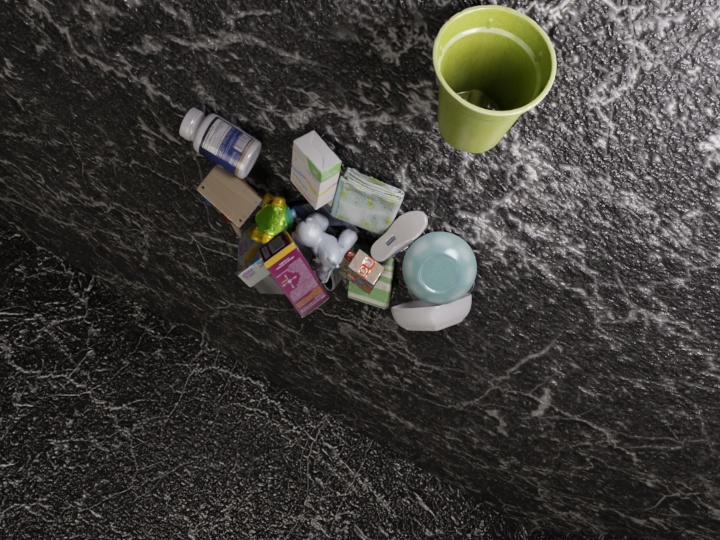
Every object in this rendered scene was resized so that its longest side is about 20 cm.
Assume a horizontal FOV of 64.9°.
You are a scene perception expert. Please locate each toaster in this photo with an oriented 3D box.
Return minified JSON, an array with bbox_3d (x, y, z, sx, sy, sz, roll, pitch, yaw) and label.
[{"bbox_3d":[-0.256,-0.018,1.837,0.197,0.184,0.119,0,146,42],"label":"toaster"}]

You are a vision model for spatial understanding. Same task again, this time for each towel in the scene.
[{"bbox_3d":[0.030,0.021,1.752,0.149,0.023,0.204,17,128,18],"label":"towel"},{"bbox_3d":[0.014,-0.172,1.477,0.168,0.049,0.201,23,152,-1],"label":"towel"}]

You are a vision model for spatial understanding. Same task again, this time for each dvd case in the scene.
[{"bbox_3d":[-0.101,-0.157,1.650,0.197,0.018,0.143,-2,139,45],"label":"dvd case"}]

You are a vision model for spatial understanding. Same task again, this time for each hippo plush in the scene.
[{"bbox_3d":[-0.122,-0.070,1.611,0.160,0.201,0.160,38,130,-5],"label":"hippo plush"}]

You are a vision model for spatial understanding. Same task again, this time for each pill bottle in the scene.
[{"bbox_3d":[-0.369,-0.339,1.490,0.197,0.113,0.111,31,152,-5],"label":"pill bottle"}]

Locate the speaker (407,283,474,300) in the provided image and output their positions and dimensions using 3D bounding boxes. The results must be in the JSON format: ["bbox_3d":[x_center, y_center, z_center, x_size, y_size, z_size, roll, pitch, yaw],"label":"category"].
[{"bbox_3d":[0.227,0.038,1.610,0.081,0.082,0.198,42,150,-26],"label":"speaker"}]

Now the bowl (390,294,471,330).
[{"bbox_3d":[0.208,0.124,1.646,0.197,0.197,0.077,-4,96,47],"label":"bowl"}]

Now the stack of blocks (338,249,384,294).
[{"bbox_3d":[0.000,0.000,1.625,0.114,0.059,0.200,35,170,3],"label":"stack of blocks"}]

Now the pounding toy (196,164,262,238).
[{"bbox_3d":[-0.376,-0.198,1.643,0.184,0.143,0.200,41,-179,-13],"label":"pounding toy"}]

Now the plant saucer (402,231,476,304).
[{"bbox_3d":[0.207,0.002,1.484,0.195,0.039,0.206,3,111,7],"label":"plant saucer"}]

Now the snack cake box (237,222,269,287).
[{"bbox_3d":[-0.326,-0.060,1.787,0.114,0.202,0.067,-31,129,15],"label":"snack cake box"}]

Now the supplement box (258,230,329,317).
[{"bbox_3d":[-0.189,0.008,1.602,0.202,0.102,0.131,57,176,-25],"label":"supplement box"}]

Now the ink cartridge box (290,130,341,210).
[{"bbox_3d":[-0.118,-0.239,1.436,0.118,0.067,0.201,49,156,15],"label":"ink cartridge box"}]

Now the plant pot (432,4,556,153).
[{"bbox_3d":[0.208,-0.304,0.974,0.197,0.204,0.185,24,163,6],"label":"plant pot"}]

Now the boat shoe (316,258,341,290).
[{"bbox_3d":[-0.110,-0.004,1.851,0.069,0.072,0.203,14,149,23],"label":"boat shoe"}]

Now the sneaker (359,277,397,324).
[{"bbox_3d":[0.065,0.078,1.846,0.075,0.088,0.201,37,128,4],"label":"sneaker"}]

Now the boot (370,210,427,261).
[{"bbox_3d":[0.116,-0.097,1.515,0.199,0.090,0.074,-35,78,35],"label":"boot"}]

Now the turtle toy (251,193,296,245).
[{"bbox_3d":[-0.258,-0.146,1.700,0.099,0.149,0.199,18,-179,-33],"label":"turtle toy"}]
